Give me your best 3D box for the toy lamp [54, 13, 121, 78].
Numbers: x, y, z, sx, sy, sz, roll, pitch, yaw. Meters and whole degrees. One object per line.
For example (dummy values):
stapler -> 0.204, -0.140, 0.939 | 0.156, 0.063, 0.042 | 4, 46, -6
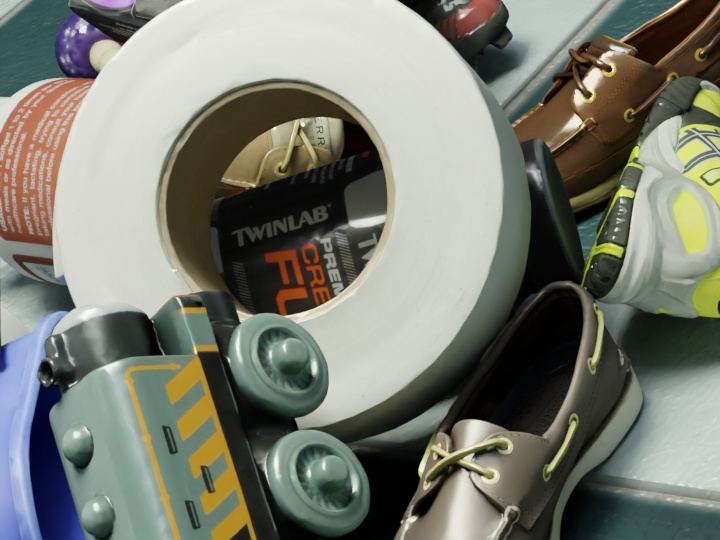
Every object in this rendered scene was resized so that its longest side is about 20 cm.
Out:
toy lamp -> -0.129, -0.106, 1.591 | 0.058, 0.058, 0.200 | -30, 26, -12

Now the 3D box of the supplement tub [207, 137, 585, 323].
supplement tub -> 0.000, 0.000, 1.259 | 0.200, 0.107, 0.107 | -18, 29, 11

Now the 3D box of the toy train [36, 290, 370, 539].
toy train -> -0.058, 0.098, 1.057 | 0.114, 0.200, 0.085 | 0, -28, -39

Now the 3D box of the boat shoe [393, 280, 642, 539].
boat shoe -> 0.056, 0.083, 1.124 | 0.072, 0.060, 0.200 | 0, 36, 35

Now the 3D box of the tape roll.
tape roll -> -0.029, -0.025, 1.179 | 0.202, 0.203, 0.071 | -17, -11, 11

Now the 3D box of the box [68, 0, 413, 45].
box -> -0.052, -0.152, 1.406 | 0.106, 0.200, 0.122 | 18, 86, 19

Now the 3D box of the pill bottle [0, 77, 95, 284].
pill bottle -> -0.131, -0.045, 1.427 | 0.200, 0.112, 0.112 | 7, 41, 43

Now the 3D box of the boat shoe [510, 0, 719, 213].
boat shoe -> 0.123, -0.087, 1.356 | 0.200, 0.068, 0.072 | -30, 29, -11

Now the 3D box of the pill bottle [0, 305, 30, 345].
pill bottle -> -0.230, 0.100, 1.251 | 0.113, 0.113, 0.200 | 1, 36, 38

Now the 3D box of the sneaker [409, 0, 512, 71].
sneaker -> -0.007, -0.153, 1.536 | 0.200, 0.098, 0.071 | 4, 37, 39

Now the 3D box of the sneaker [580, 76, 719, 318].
sneaker -> 0.153, -0.026, 1.250 | 0.076, 0.075, 0.200 | 22, 30, 4

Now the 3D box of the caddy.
caddy -> -0.124, 0.106, 1.134 | 0.105, 0.141, 0.200 | -20, 29, 12

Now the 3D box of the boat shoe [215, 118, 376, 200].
boat shoe -> -0.033, -0.063, 1.323 | 0.200, 0.074, 0.066 | 4, -18, -45
